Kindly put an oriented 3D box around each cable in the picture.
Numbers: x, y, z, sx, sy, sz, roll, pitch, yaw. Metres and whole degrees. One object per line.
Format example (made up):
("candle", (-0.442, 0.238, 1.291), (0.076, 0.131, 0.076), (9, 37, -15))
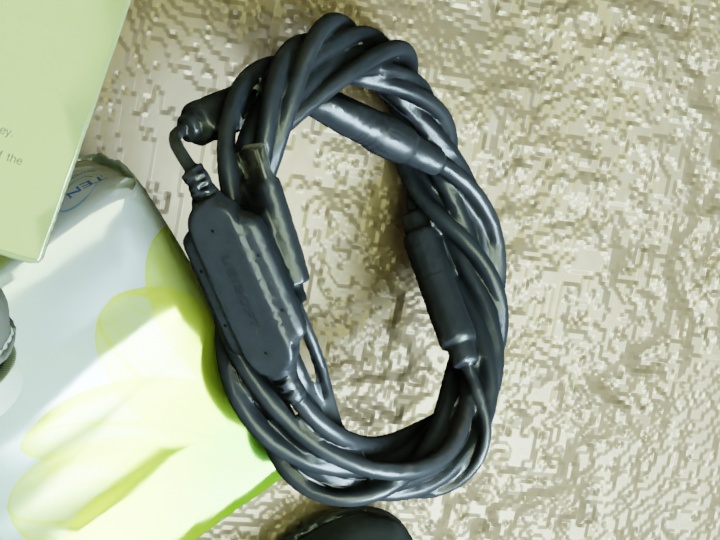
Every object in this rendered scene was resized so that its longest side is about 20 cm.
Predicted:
("cable", (0.000, 0.000, 0.890), (0.163, 0.051, 0.200), (-43, 114, -46))

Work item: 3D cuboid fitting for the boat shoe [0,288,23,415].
("boat shoe", (-0.219, 0.011, 0.773), (0.202, 0.072, 0.060), (6, 126, 10))

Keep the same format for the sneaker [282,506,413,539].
("sneaker", (-0.039, 0.189, 0.928), (0.200, 0.089, 0.074), (-47, 114, -9))

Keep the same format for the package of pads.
("package of pads", (-0.142, 0.065, 0.863), (0.200, 0.068, 0.155), (-36, 115, -13))

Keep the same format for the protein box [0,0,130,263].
("protein box", (-0.184, -0.135, 0.757), (0.198, 0.135, 0.200), (17, 96, -26))
